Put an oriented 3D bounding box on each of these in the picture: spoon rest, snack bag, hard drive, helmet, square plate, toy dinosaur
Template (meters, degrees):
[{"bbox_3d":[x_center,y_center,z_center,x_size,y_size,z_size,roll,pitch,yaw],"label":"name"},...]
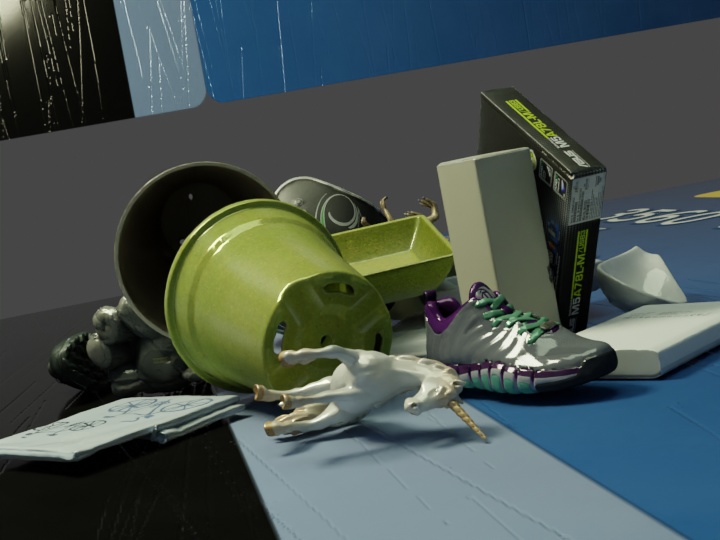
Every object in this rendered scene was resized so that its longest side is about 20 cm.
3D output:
[{"bbox_3d":[0.301,0.010,1.330,0.098,0.061,0.200,21,8,7],"label":"spoon rest"},{"bbox_3d":[-0.239,0.152,1.165,0.187,0.022,0.199,-6,6,43],"label":"snack bag"},{"bbox_3d":[0.263,0.062,1.122,0.131,0.027,0.199,-5,7,43],"label":"hard drive"},{"bbox_3d":[-0.067,-0.007,1.593,0.198,0.193,0.200,19,-11,4],"label":"helmet"},{"bbox_3d":[0.115,0.062,1.387,0.198,0.029,0.198,-8,6,18],"label":"square plate"},{"bbox_3d":[0.067,-0.033,1.519,0.197,0.102,0.058,8,-23,3],"label":"toy dinosaur"}]

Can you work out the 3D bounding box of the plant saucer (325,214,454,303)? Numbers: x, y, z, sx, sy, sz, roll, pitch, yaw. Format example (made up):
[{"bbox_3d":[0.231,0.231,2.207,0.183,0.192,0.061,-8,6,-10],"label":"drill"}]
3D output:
[{"bbox_3d":[0.000,0.000,1.399,0.198,0.048,0.200,-13,16,-5],"label":"plant saucer"}]

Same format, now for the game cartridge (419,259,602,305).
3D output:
[{"bbox_3d":[0.171,0.018,1.406,0.197,0.041,0.133,-11,2,-4],"label":"game cartridge"}]

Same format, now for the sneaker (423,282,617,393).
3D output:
[{"bbox_3d":[0.124,0.054,1.047,0.199,0.089,0.074,-5,7,46],"label":"sneaker"}]

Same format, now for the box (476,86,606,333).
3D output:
[{"bbox_3d":[0.175,-0.057,1.256,0.047,0.202,0.193,-13,36,-20],"label":"box"}]

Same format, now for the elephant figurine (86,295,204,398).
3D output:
[{"bbox_3d":[-0.216,0.058,1.438,0.141,0.156,0.200,-32,4,28],"label":"elephant figurine"}]

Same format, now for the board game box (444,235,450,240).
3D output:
[{"bbox_3d":[0.154,-0.008,1.650,0.134,0.035,0.199,-5,-14,39],"label":"board game box"}]

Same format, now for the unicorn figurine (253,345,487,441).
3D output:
[{"bbox_3d":[-0.004,0.097,0.981,0.136,0.075,0.200,-1,-4,-20],"label":"unicorn figurine"}]

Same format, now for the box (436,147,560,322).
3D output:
[{"bbox_3d":[0.136,-0.013,1.196,0.068,0.203,0.082,-12,6,-25],"label":"box"}]

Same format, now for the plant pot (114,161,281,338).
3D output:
[{"bbox_3d":[-0.171,-0.037,1.344,0.185,0.190,0.200,-11,14,-7],"label":"plant pot"}]

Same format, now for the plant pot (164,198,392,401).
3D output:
[{"bbox_3d":[-0.065,0.045,1.173,0.198,0.203,0.184,-12,17,-24],"label":"plant pot"}]

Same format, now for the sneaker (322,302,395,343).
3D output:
[{"bbox_3d":[-0.032,0.077,1.442,0.088,0.075,0.200,-47,-9,35],"label":"sneaker"}]

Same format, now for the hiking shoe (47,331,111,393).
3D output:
[{"bbox_3d":[-0.344,0.120,1.499,0.086,0.075,0.200,-17,-5,6],"label":"hiking shoe"}]

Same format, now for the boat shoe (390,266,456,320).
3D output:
[{"bbox_3d":[0.119,0.022,1.542,0.199,0.075,0.063,-8,2,4],"label":"boat shoe"}]
